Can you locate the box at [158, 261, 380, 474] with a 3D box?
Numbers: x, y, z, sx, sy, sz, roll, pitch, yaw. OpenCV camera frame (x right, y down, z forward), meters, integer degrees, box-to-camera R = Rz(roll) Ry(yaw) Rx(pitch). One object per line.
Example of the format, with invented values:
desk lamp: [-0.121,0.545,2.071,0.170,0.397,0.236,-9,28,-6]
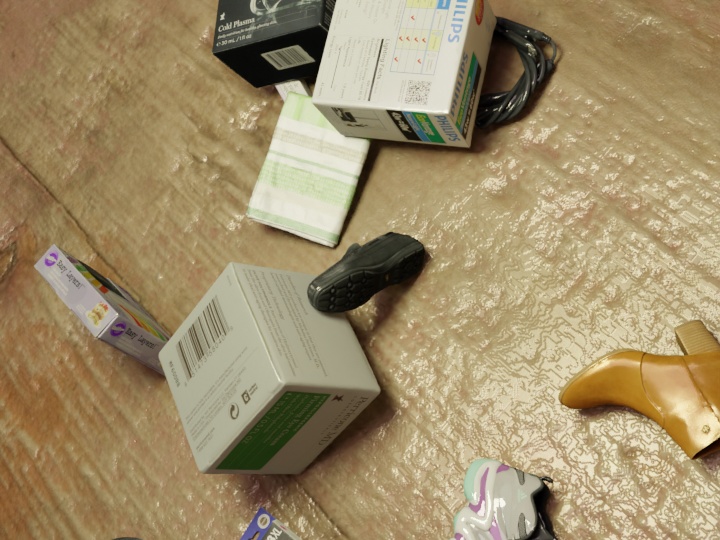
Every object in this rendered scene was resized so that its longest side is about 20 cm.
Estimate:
box: [-0.122,0.132,1.430,0.199,0.171,0.200,-48,52,30]

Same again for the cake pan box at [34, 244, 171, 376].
cake pan box: [-0.368,0.060,1.624,0.052,0.184,0.200,-48,54,-3]

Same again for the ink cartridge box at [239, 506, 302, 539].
ink cartridge box: [-0.095,0.394,1.419,0.200,0.037,0.095,31,85,37]

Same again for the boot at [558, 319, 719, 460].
boot: [0.340,0.155,1.257,0.201,0.071,0.144,-27,55,10]

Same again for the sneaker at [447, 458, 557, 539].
sneaker: [0.171,0.324,1.274,0.139,0.078,0.201,7,73,32]

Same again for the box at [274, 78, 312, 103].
box: [-0.082,-0.241,1.684,0.039,0.041,0.200,-36,57,11]

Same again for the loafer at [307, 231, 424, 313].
loafer: [0.000,0.000,1.462,0.070,0.200,0.068,33,132,33]

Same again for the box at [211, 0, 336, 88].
box: [-0.103,-0.404,1.660,0.199,0.124,0.197,-8,67,30]

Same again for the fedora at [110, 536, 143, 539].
fedora: [-0.305,0.462,1.468,0.200,0.092,0.201,-12,64,24]

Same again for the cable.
cable: [0.171,-0.286,1.565,0.200,0.051,0.164,29,90,32]

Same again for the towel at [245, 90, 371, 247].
towel: [-0.069,-0.148,1.607,0.149,0.031,0.201,19,88,14]

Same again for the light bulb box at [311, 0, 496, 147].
light bulb box: [0.063,-0.288,1.508,0.199,0.125,0.199,9,79,22]
